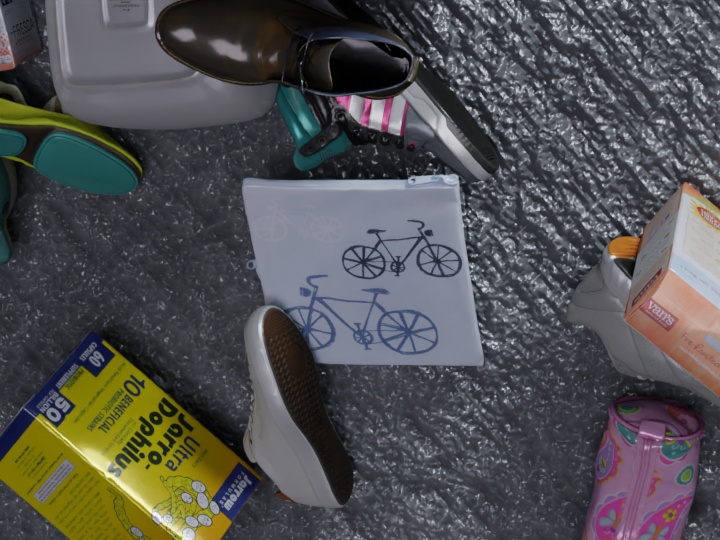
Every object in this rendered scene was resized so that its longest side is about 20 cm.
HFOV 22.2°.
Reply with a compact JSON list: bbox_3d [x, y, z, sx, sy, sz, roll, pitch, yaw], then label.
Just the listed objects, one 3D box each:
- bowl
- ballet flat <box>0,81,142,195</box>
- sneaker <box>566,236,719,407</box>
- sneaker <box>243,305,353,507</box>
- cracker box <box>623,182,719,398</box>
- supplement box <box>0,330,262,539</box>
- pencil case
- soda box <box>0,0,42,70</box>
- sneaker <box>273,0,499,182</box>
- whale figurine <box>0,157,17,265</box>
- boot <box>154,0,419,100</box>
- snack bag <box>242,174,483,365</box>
[{"bbox_3d":[-0.167,-0.210,1.433,0.198,0.075,0.202,0,96,25],"label":"bowl"},{"bbox_3d":[-0.270,-0.118,1.512,0.198,0.068,0.067,13,143,-29],"label":"ballet flat"},{"bbox_3d":[0.253,0.064,1.478,0.200,0.076,0.092,42,127,-2],"label":"sneaker"},{"bbox_3d":[-0.076,0.121,1.555,0.084,0.073,0.201,-3,121,27],"label":"sneaker"},{"bbox_3d":[0.272,0.023,1.380,0.134,0.200,0.058,39,114,-3],"label":"cracker box"},{"bbox_3d":[-0.204,0.171,1.578,0.200,0.109,0.110,41,136,-4],"label":"supplement box"},{"bbox_3d":[0.228,0.205,1.520,0.087,0.088,0.202,13,111,8],"label":"pencil case"},{"bbox_3d":[-0.371,-0.192,1.525,0.198,0.064,0.069,-7,108,14],"label":"soda box"},{"bbox_3d":[0.005,-0.114,1.453,0.200,0.084,0.121,44,108,3],"label":"sneaker"},{"bbox_3d":[-0.373,-0.040,1.560,0.158,0.104,0.201,28,117,1],"label":"whale figurine"},{"bbox_3d":[-0.049,-0.167,1.344,0.198,0.097,0.076,7,94,-11],"label":"boot"},{"bbox_3d":[0.000,0.000,1.502,0.187,0.021,0.201,0,129,15],"label":"snack bag"}]
